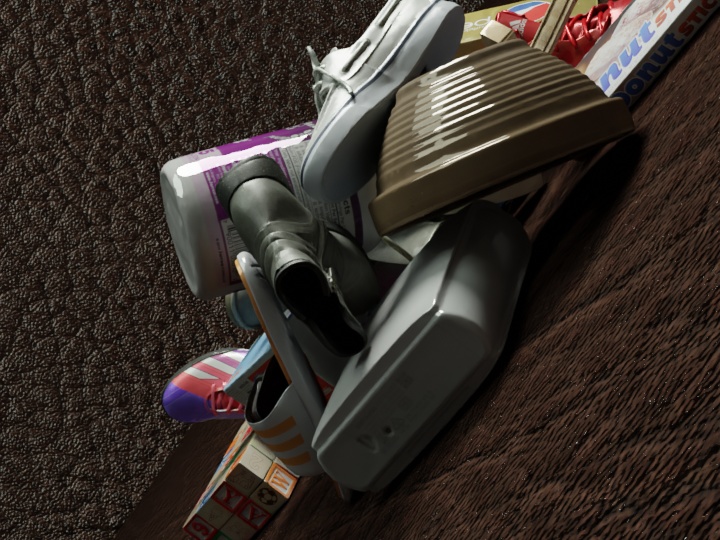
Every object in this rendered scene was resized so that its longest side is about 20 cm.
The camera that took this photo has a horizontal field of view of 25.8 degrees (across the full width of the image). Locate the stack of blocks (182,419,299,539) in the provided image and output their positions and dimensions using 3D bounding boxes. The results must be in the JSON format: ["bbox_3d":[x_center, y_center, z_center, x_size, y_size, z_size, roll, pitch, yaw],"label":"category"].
[{"bbox_3d":[-0.092,0.180,1.564,0.115,0.058,0.200,-50,7,34],"label":"stack of blocks"}]

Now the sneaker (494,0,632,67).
[{"bbox_3d":[0.169,-0.189,1.286,0.200,0.115,0.079,-50,6,38],"label":"sneaker"}]

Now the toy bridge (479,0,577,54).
[{"bbox_3d":[0.116,-0.167,1.240,0.200,0.027,0.067,-50,-35,-10],"label":"toy bridge"}]

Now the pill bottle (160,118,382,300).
[{"bbox_3d":[-0.048,-0.056,1.225,0.198,0.114,0.112,-16,-4,-14],"label":"pill bottle"}]

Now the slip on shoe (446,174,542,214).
[{"bbox_3d":[0.055,-0.081,1.338,0.198,0.061,0.076,-5,10,26],"label":"slip on shoe"}]

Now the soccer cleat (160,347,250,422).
[{"bbox_3d":[-0.093,0.112,1.492,0.198,0.069,0.073,-12,31,0],"label":"soccer cleat"}]

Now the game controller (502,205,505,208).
[{"bbox_3d":[0.065,0.012,1.412,0.104,0.042,0.201,-20,32,54],"label":"game controller"}]

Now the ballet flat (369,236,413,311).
[{"bbox_3d":[-0.015,-0.006,1.292,0.072,0.198,0.069,-68,-27,-10],"label":"ballet flat"}]

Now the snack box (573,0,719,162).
[{"bbox_3d":[0.215,-0.175,1.192,0.200,0.024,0.072,-51,27,31],"label":"snack box"}]

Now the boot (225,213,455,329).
[{"bbox_3d":[-0.001,-0.001,1.369,0.182,0.073,0.199,-40,31,-28],"label":"boot"}]

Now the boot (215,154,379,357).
[{"bbox_3d":[-0.029,0.016,1.119,0.067,0.200,0.131,-35,52,8],"label":"boot"}]

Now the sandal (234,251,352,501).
[{"bbox_3d":[-0.064,0.085,1.171,0.059,0.208,0.079,-24,19,1],"label":"sandal"}]

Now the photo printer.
[{"bbox_3d":[0.049,0.045,1.125,0.167,0.069,0.200,-51,6,30],"label":"photo printer"}]

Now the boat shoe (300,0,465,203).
[{"bbox_3d":[-0.006,-0.138,1.167,0.203,0.085,0.075,-56,-25,-26],"label":"boat shoe"}]

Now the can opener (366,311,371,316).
[{"bbox_3d":[0.026,-0.007,1.497,0.053,0.066,0.201,-44,-21,-49],"label":"can opener"}]

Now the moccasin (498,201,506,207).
[{"bbox_3d":[0.143,-0.135,1.436,0.081,0.068,0.201,-48,8,44],"label":"moccasin"}]

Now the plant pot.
[{"bbox_3d":[0.088,-0.103,1.120,0.199,0.094,0.201,-22,0,0],"label":"plant pot"}]

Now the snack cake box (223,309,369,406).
[{"bbox_3d":[-0.034,0.089,1.325,0.067,0.115,0.200,-55,6,-22],"label":"snack cake box"}]

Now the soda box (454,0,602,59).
[{"bbox_3d":[0.120,-0.191,1.391,0.198,0.065,0.068,-11,29,15],"label":"soda box"}]
